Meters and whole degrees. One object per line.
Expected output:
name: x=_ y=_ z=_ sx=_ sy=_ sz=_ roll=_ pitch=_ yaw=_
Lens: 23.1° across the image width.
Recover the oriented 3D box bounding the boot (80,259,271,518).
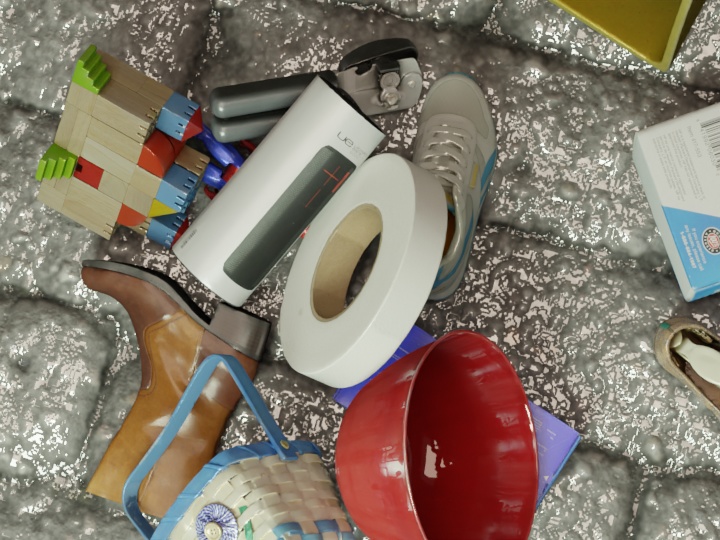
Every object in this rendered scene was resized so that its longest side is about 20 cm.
boot: x=-0.194 y=0.104 z=1.563 sx=0.187 sy=0.068 sz=0.202 roll=23 pitch=91 yaw=2

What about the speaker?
speaker: x=-0.070 y=-0.069 z=1.514 sx=0.081 sy=0.081 sz=0.200 roll=42 pitch=96 yaw=11

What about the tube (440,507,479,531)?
tube: x=0.058 y=0.303 z=1.502 sx=0.077 sy=0.050 sz=0.202 roll=19 pitch=88 yaw=13

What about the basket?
basket: x=-0.108 y=0.192 z=1.445 sx=0.200 sy=0.138 sz=0.177 roll=51 pitch=119 yaw=36

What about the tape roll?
tape roll: x=0.000 y=0.000 z=1.480 sx=0.037 sy=0.202 sz=0.204 roll=24 pitch=83 yaw=-25

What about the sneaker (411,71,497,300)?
sneaker: x=0.076 y=-0.078 z=1.541 sx=0.076 sy=0.081 sz=0.202 roll=6 pitch=80 yaw=9

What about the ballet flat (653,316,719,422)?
ballet flat: x=0.329 y=0.112 z=1.490 sx=0.199 sy=0.067 sz=0.068 roll=36 pitch=87 yaw=10

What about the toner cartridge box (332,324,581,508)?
toner cartridge box: x=0.083 y=0.128 z=1.526 sx=0.199 sy=0.043 sz=0.095 roll=33 pitch=87 yaw=10

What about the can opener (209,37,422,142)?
can opener: x=-0.039 y=-0.157 z=1.567 sx=0.198 sy=0.053 sz=0.067 roll=-14 pitch=40 yaw=-15

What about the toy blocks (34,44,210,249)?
toy blocks: x=-0.196 y=-0.093 z=1.530 sx=0.136 sy=0.201 sz=0.100 roll=28 pitch=45 yaw=1

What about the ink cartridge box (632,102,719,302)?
ink cartridge box: x=0.350 y=-0.076 z=1.508 sx=0.198 sy=0.086 sz=0.148 roll=-19 pitch=80 yaw=2

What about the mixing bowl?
mixing bowl: x=0.050 y=0.153 z=1.426 sx=0.108 sy=0.199 sz=0.202 roll=-9 pitch=79 yaw=36

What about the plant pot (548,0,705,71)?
plant pot: x=0.245 y=-0.331 z=1.514 sx=0.195 sy=0.194 sz=0.201 roll=33 pitch=80 yaw=10

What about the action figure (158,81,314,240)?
action figure: x=-0.118 y=-0.090 z=1.580 sx=0.199 sy=0.052 sz=0.066 roll=37 pitch=92 yaw=5
